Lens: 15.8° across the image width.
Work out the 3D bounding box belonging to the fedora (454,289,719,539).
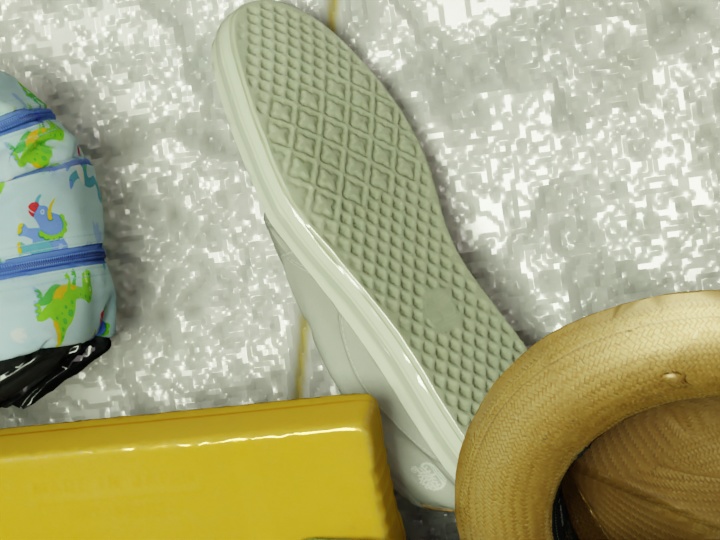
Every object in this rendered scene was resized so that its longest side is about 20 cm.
[{"bbox_3d":[0.131,0.067,0.835,0.200,0.082,0.201,5,127,7],"label":"fedora"}]

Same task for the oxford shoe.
[{"bbox_3d":[0.000,0.000,0.891,0.058,0.075,0.200,-37,80,48],"label":"oxford shoe"}]

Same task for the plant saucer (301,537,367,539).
[{"bbox_3d":[0.064,0.191,0.808,0.199,0.048,0.201,2,103,19],"label":"plant saucer"}]

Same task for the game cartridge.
[{"bbox_3d":[-0.062,0.141,0.887,0.175,0.032,0.201,-6,112,12],"label":"game cartridge"}]

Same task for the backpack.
[{"bbox_3d":[-0.184,0.006,0.887,0.199,0.163,0.155,2,85,5],"label":"backpack"}]
